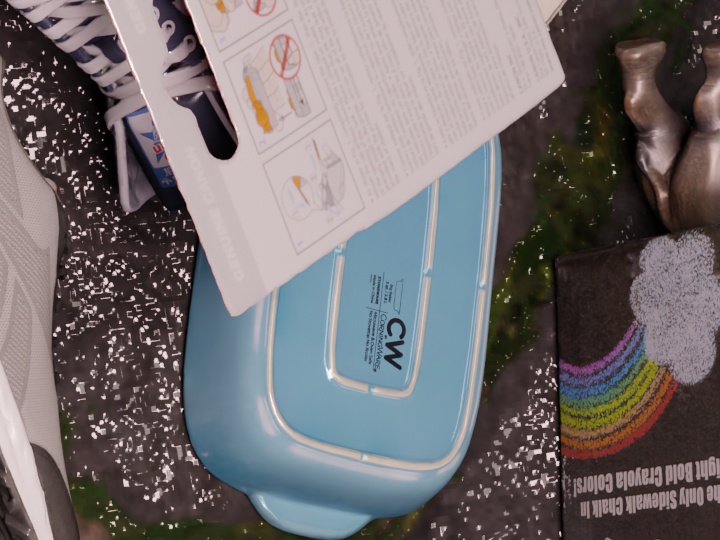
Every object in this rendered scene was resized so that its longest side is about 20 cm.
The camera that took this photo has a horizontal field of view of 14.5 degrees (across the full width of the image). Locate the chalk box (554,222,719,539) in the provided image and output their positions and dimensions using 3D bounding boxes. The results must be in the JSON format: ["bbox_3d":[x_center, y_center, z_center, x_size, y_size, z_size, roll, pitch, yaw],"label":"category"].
[{"bbox_3d":[0.159,0.088,1.088,0.124,0.125,0.200,3,81,-31],"label":"chalk box"}]

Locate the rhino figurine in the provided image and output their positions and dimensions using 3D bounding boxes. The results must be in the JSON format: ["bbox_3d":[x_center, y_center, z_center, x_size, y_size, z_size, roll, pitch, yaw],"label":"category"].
[{"bbox_3d":[0.191,-0.065,1.168,0.200,0.060,0.088,-14,108,-33],"label":"rhino figurine"}]

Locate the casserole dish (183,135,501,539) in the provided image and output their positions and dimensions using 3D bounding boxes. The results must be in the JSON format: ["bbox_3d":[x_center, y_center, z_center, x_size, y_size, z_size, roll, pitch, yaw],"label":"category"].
[{"bbox_3d":[0.000,0.000,1.056,0.121,0.039,0.200,14,75,-28],"label":"casserole dish"}]

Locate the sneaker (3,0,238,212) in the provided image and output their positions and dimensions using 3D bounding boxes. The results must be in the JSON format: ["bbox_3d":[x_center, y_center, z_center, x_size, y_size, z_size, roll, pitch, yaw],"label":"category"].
[{"bbox_3d":[-0.084,-0.083,0.955,0.200,0.070,0.109,15,63,-61],"label":"sneaker"}]

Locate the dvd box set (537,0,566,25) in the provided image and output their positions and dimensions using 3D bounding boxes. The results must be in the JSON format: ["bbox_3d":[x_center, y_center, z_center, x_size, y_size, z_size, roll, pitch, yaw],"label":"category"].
[{"bbox_3d":[0.030,-0.195,1.064,0.200,0.029,0.146,30,107,-23],"label":"dvd box set"}]

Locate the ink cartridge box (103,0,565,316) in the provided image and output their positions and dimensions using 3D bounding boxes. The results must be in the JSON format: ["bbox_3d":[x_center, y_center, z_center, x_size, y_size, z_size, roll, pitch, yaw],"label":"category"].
[{"bbox_3d":[-0.023,-0.096,0.974,0.200,0.047,0.160,-36,112,-42],"label":"ink cartridge box"}]

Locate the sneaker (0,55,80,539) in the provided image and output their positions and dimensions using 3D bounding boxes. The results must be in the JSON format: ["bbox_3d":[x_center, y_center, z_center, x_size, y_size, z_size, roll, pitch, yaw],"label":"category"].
[{"bbox_3d":[-0.126,0.013,0.958,0.079,0.074,0.200,-16,90,-37],"label":"sneaker"}]
